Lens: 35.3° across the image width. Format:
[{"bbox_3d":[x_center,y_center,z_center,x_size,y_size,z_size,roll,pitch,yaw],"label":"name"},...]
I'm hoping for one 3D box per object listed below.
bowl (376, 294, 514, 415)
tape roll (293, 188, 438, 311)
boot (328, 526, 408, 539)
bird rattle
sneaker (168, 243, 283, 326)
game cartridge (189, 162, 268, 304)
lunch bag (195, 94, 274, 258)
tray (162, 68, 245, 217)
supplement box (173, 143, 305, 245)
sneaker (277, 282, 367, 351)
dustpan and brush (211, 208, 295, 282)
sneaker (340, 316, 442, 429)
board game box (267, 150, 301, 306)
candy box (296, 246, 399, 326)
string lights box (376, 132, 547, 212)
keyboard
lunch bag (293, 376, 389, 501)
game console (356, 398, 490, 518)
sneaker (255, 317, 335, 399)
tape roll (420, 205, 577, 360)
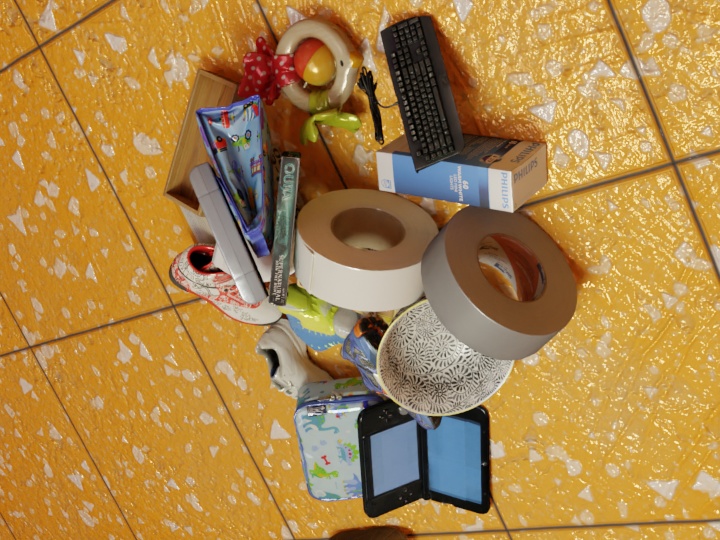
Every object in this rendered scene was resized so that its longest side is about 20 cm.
[{"bbox_3d":[0.114,0.098,1.606,0.199,0.094,0.202,-3,119,-6],"label":"bowl"},{"bbox_3d":[0.006,-0.031,1.560,0.201,0.202,0.071,26,130,23],"label":"tape roll"},{"bbox_3d":[0.036,0.530,1.965,0.199,0.073,0.156,-16,105,44],"label":"boot"},{"bbox_3d":[-0.071,-0.274,1.574,0.200,0.112,0.164,48,124,22],"label":"bird rattle"},{"bbox_3d":[-0.201,0.023,1.787,0.200,0.068,0.108,26,155,-13],"label":"sneaker"},{"bbox_3d":[-0.180,-0.048,1.553,0.133,0.041,0.201,164,83,-83],"label":"game cartridge"},{"bbox_3d":[-0.152,-0.115,1.556,0.151,0.093,0.202,92,163,-78],"label":"lunch bag"},{"bbox_3d":[-0.230,-0.190,1.693,0.098,0.037,0.202,28,106,41],"label":"tray"},{"bbox_3d":[-0.190,-0.106,1.756,0.199,0.073,0.127,-12,109,41],"label":"supplement box"},{"bbox_3d":[-0.035,0.085,1.768,0.199,0.076,0.105,21,145,26],"label":"sneaker"},{"bbox_3d":[-0.115,-0.022,1.679,0.199,0.057,0.140,32,126,17],"label":"dustpan and brush"},{"bbox_3d":[0.049,0.158,1.679,0.200,0.075,0.078,50,129,-5],"label":"sneaker"},{"bbox_3d":[-0.104,-0.061,1.565,0.028,0.135,0.202,5,99,-4],"label":"board game box"},{"bbox_3d":[0.000,0.000,1.685,0.199,0.055,0.116,23,130,26],"label":"candy box"},{"bbox_3d":[0.131,-0.134,1.469,0.199,0.103,0.059,13,122,33],"label":"string lights box"},{"bbox_3d":[0.057,-0.221,1.450,0.126,0.021,0.202,-22,71,27],"label":"keyboard"},{"bbox_3d":[-0.019,0.270,1.812,0.159,0.083,0.201,-5,118,2],"label":"lunch bag"},{"bbox_3d":[0.098,0.298,1.746,0.118,0.170,0.202,33,134,53],"label":"game console"},{"bbox_3d":[-0.105,0.179,1.854,0.074,0.087,0.201,-34,94,43],"label":"sneaker"},{"bbox_3d":[0.178,0.013,1.454,0.200,0.200,0.066,46,136,5],"label":"tape roll"}]
